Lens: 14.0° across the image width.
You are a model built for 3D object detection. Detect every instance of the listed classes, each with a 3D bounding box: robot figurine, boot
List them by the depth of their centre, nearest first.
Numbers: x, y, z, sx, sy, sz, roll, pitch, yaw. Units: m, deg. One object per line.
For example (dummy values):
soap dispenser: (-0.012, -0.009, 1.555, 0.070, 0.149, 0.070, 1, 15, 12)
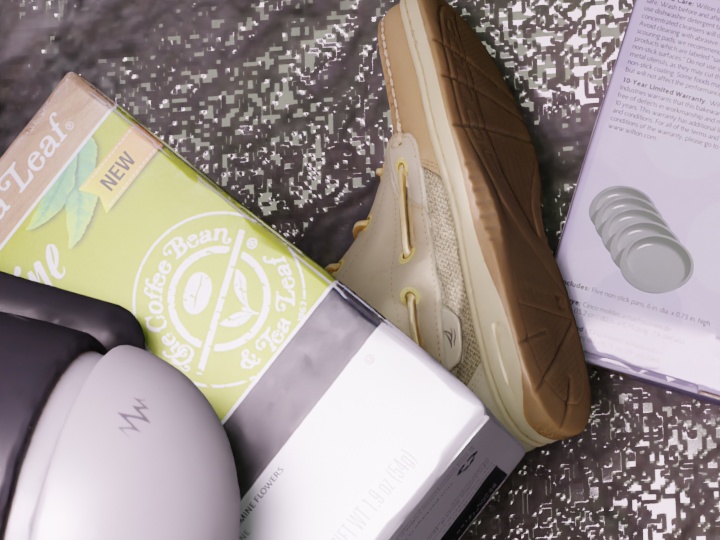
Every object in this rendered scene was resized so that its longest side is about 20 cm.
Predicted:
robot figurine: (-0.136, 0.072, 0.931, 0.199, 0.125, 0.151, 12, 89, 11)
boot: (0.000, 0.000, 1.176, 0.155, 0.073, 0.201, -26, 65, 27)

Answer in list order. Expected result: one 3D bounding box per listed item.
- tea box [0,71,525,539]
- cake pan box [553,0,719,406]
tea box: (-0.079, 0.075, 1.051, 0.196, 0.134, 0.200, 37, 88, 14)
cake pan box: (0.187, -0.029, 1.165, 0.199, 0.052, 0.185, 15, 86, 14)
